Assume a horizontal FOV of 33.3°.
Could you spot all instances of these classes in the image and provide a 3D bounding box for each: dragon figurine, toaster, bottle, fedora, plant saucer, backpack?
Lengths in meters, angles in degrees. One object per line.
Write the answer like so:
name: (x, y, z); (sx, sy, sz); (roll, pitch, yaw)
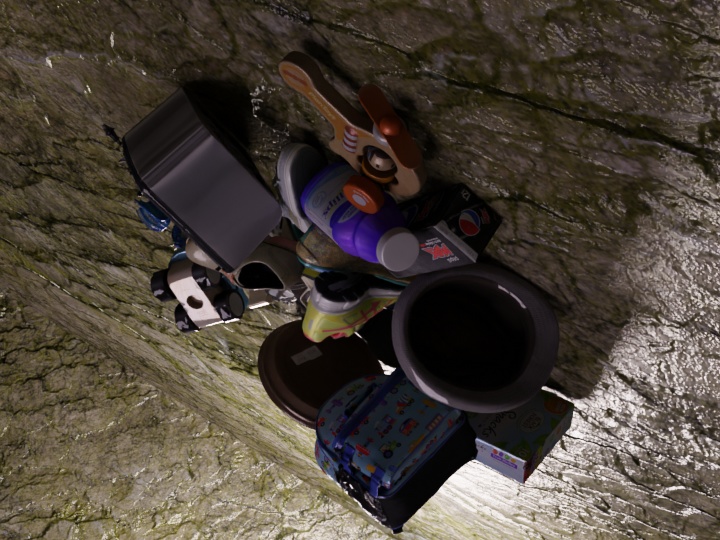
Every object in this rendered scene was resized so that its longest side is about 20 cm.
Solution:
dragon figurine: (-0.311, -0.100, 1.846); (0.200, 0.099, 0.059); (33, 161, 4)
toaster: (-0.205, -0.120, 1.501); (0.200, 0.119, 0.181); (46, -176, -30)
bottle: (0.002, -0.059, 1.378); (0.065, 0.084, 0.200); (46, 179, -35)
fedora: (0.132, 0.082, 1.458); (0.200, 0.177, 0.090); (14, 171, -2)
plant saucer: (-0.050, 0.145, 1.738); (0.200, 0.200, 0.029); (33, 133, 4)
backpack: (0.028, 0.214, 1.588); (0.200, 0.183, 0.135); (34, 157, 38)

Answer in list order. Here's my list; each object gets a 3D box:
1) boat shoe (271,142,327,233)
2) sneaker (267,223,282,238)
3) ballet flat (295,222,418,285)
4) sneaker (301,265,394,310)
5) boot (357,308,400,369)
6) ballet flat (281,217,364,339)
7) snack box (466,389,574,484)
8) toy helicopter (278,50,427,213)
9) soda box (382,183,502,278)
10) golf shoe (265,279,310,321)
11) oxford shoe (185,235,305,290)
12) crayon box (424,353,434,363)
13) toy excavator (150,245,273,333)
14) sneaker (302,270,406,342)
boat shoe: (-0.081, -0.103, 1.508); (0.065, 0.074, 0.202); (25, 166, 13)
sneaker: (-0.166, -0.070, 1.705); (0.074, 0.089, 0.200); (23, 157, 32)
ballet flat: (0.011, -0.025, 1.523); (0.200, 0.071, 0.071); (11, 178, -36)
sneaker: (0.000, 0.000, 1.654); (0.066, 0.079, 0.200); (16, 173, 40)
boot: (0.072, 0.116, 1.771); (0.174, 0.069, 0.200); (38, -178, -38)
ballet flat: (-0.069, 0.012, 1.698); (0.200, 0.069, 0.069); (56, 156, -12)
snack box: (0.181, 0.203, 1.706); (0.200, 0.142, 0.053); (24, 134, 27)
toy helicopter: (-0.006, -0.153, 1.259); (0.200, 0.079, 0.132); (44, 159, -17)
soda box: (0.078, -0.043, 1.405); (0.071, 0.063, 0.200); (39, 160, -16)
golf shoe: (-0.093, 0.007, 1.819); (0.200, 0.078, 0.095); (26, 131, 57)
oxford shoe: (-0.168, -0.015, 1.654); (0.200, 0.074, 0.071); (7, 126, 29)
crayon box: (0.112, 0.099, 1.608); (0.058, 0.119, 0.200); (27, 160, 21)
toy excavator: (-0.207, 0.017, 1.842); (0.100, 0.200, 0.195); (-16, 121, 26)
sneaker: (-0.014, 0.042, 1.555); (0.078, 0.090, 0.200); (37, -154, 25)
